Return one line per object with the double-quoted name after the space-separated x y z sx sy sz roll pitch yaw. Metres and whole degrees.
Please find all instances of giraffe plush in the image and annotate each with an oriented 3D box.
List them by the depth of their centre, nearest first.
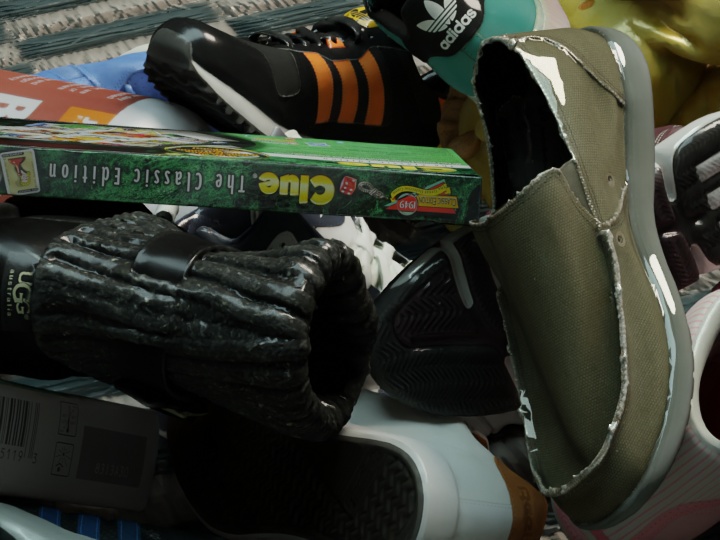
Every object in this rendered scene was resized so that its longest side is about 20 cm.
0.115 -0.082 1.315 0.199 0.173 0.162 25 60 33 "giraffe plush"

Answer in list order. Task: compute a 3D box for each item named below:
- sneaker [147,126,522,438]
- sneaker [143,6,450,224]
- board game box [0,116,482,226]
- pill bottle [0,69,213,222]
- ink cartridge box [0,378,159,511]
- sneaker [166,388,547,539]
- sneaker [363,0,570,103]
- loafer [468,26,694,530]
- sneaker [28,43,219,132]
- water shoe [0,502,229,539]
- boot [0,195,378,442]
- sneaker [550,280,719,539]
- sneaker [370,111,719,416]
0.000 0.000 1.167 0.198 0.130 0.080 -1 26 12 "sneaker"
-0.023 -0.095 1.309 0.070 0.090 0.200 24 -3 41 "sneaker"
-0.056 -0.040 1.076 0.199 0.024 0.105 4 6 -4 "board game box"
-0.133 -0.031 1.284 0.199 0.113 0.112 11 30 27 "pill bottle"
-0.205 0.059 1.105 0.199 0.050 0.161 8 -4 27 "ink cartridge box"
-0.003 0.082 1.090 0.084 0.073 0.200 8 9 -36 "sneaker"
0.041 -0.137 1.276 0.071 0.080 0.200 -50 20 10 "sneaker"
0.070 -0.002 1.007 0.069 0.201 0.075 14 -32 -32 "loafer"
-0.161 -0.067 1.414 0.199 0.077 0.111 -1 19 23 "sneaker"
-0.096 0.126 1.021 0.199 0.072 0.079 8 1 33 "water shoe"
-0.066 0.014 1.054 0.157 0.080 0.211 6 7 11 "boot"
0.161 0.035 1.062 0.075 0.105 0.200 47 49 5 "sneaker"
0.071 -0.003 1.124 0.199 0.076 0.115 -25 14 -21 "sneaker"
